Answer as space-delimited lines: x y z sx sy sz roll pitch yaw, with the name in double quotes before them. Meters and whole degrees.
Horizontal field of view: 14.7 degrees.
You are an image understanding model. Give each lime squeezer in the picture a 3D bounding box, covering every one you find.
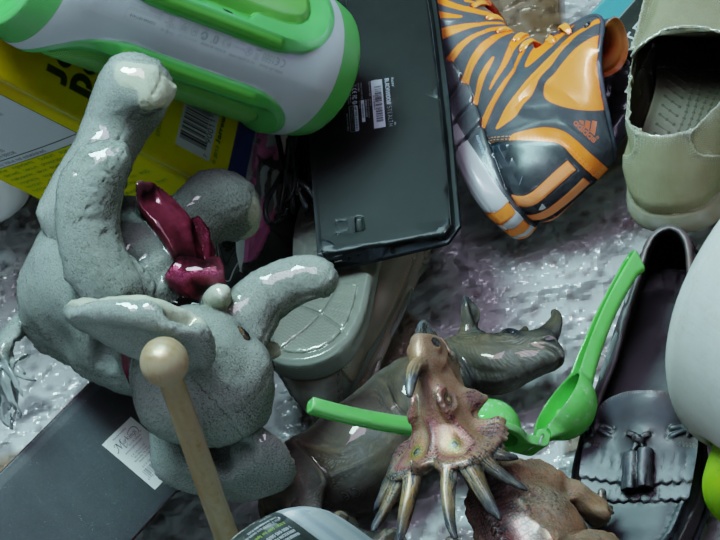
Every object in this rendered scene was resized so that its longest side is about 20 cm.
"lime squeezer" 0.073 0.058 1.352 0.199 0.071 0.038 -23 9 -25

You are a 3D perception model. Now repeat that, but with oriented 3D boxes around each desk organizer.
"desk organizer" -0.154 0.133 1.388 0.072 0.077 0.200 38 45 4

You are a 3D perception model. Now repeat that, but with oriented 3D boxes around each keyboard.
"keyboard" 0.000 -0.076 1.503 0.104 0.040 0.201 -9 49 7

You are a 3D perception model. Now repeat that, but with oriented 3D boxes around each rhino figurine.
"rhino figurine" 0.030 0.075 1.404 0.200 0.060 0.087 -39 33 -23

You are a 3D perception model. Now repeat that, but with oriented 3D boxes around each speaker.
"speaker" -0.097 -0.129 1.410 0.088 0.200 0.089 -22 60 44

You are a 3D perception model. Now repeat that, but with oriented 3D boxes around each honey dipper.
"honey dipper" -0.073 0.103 1.310 0.038 0.200 0.038 -8 46 9

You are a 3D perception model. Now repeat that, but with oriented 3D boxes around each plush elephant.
"plush elephant" -0.087 0.020 1.350 0.155 0.165 0.200 27 68 29

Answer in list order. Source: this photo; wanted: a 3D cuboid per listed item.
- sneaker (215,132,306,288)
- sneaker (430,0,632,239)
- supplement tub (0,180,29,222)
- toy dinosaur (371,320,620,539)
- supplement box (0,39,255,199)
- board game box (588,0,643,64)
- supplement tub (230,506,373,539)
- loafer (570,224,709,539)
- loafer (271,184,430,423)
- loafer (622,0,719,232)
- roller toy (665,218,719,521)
"sneaker" -0.066 -0.061 1.565 0.086 0.080 0.201 -24 43 28
"sneaker" 0.093 -0.118 1.539 0.112 0.078 0.200 -36 55 16
"supplement tub" -0.208 -0.137 1.613 0.140 0.141 0.200 14 53 26
"toy dinosaur" 0.078 0.128 1.269 0.086 0.136 0.200 -46 62 2
"supplement box" -0.160 -0.111 1.481 0.109 0.200 0.110 -14 58 47
"board game box" 0.240 -0.130 1.553 0.200 0.047 0.151 24 57 32
"supplement tub" 0.016 0.203 1.248 0.122 0.123 0.200 -40 51 -22
"loafer" 0.141 0.064 1.385 0.072 0.063 0.200 1 48 16
"loafer" 0.000 0.000 1.490 0.072 0.063 0.200 1 42 24
"loafer" 0.180 -0.113 1.473 0.075 0.068 0.201 2 54 13
"roller toy" 0.248 0.034 1.298 0.182 0.200 0.140 -32 48 -23
